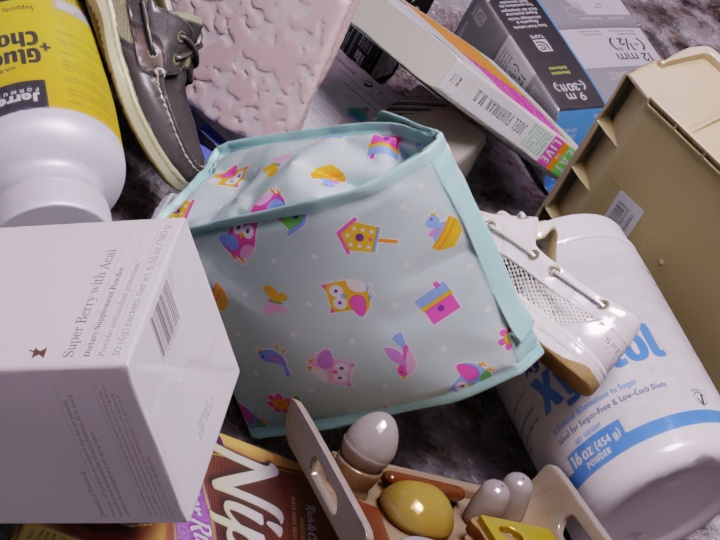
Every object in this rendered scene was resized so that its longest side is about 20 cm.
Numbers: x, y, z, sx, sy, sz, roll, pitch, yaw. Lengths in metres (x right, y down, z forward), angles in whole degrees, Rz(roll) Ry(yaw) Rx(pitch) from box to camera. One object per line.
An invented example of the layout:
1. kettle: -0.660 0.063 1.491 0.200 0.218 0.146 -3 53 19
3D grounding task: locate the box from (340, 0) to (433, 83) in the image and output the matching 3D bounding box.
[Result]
1. box: -0.003 -0.261 1.589 0.043 0.201 0.160 -24 63 -43

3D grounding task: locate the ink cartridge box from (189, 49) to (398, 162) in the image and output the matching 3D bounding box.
1. ink cartridge box: -0.068 -0.111 1.524 0.119 0.042 0.200 42 40 16

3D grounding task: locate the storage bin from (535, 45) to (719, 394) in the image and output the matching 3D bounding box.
1. storage bin: 0.236 -0.020 1.497 0.199 0.200 0.093 46 46 17

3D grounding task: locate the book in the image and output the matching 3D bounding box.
1. book: 0.074 -0.140 1.533 0.134 0.048 0.200 43 8 37

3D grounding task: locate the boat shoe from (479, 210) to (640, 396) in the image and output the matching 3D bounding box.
1. boat shoe: 0.100 -0.004 1.361 0.069 0.071 0.200 -44 62 -6

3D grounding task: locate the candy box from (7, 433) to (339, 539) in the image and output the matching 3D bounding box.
1. candy box: -0.099 0.151 1.240 0.199 0.057 0.117 23 41 -12

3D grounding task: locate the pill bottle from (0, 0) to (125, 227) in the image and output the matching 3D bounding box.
1. pill bottle: -0.212 -0.090 1.364 0.111 0.112 0.201 6 47 -26

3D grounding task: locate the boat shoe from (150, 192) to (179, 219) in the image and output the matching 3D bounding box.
1. boat shoe: -0.136 0.020 1.347 0.071 0.070 0.201 14 41 12

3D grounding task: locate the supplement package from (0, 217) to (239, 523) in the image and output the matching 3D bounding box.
1. supplement package: -0.186 0.057 1.162 0.198 0.120 0.122 -3 41 17

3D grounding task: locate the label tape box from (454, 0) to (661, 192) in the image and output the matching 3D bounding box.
1. label tape box: 0.182 -0.137 1.680 0.142 0.066 0.201 -7 52 -35

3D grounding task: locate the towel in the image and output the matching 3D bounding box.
1. towel: -0.093 -0.202 1.429 0.199 0.192 0.032 31 24 16

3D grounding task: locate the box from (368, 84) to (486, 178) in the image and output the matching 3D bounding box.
1. box: 0.002 -0.048 1.476 0.068 0.082 0.200 38 40 10

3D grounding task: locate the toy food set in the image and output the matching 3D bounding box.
1. toy food set: 0.061 0.139 1.245 0.199 0.061 0.144 15 22 -28

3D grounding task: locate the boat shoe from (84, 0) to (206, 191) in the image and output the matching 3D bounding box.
1. boat shoe: -0.137 -0.155 1.400 0.072 0.066 0.202 10 59 -81

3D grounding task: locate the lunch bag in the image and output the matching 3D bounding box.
1. lunch bag: 0.000 0.000 1.295 0.171 0.199 0.122 64 34 -24

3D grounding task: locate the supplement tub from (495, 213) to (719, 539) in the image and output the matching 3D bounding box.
1. supplement tub: 0.162 0.078 1.410 0.131 0.132 0.201 -3 52 -33
